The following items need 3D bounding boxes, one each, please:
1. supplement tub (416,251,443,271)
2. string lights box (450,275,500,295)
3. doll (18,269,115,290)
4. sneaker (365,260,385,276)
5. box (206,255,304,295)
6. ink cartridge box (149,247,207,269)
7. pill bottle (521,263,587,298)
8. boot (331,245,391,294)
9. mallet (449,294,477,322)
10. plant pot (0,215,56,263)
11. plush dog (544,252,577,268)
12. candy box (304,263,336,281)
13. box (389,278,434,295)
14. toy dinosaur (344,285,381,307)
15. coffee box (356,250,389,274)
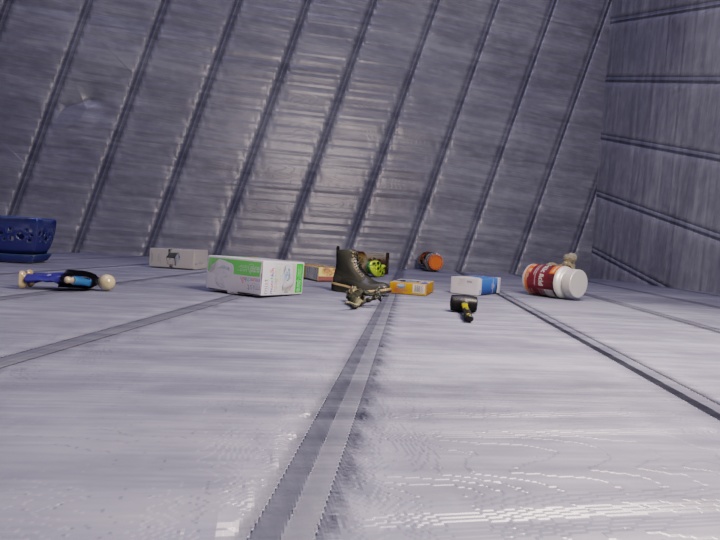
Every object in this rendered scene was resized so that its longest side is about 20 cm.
[{"bbox_3d":[0.444,-0.057,3.279,0.122,0.123,0.200,3,3,-14],"label":"supplement tub"},{"bbox_3d":[0.407,0.050,1.816,0.103,0.059,0.200,6,4,36],"label":"string lights box"},{"bbox_3d":[-0.701,0.021,1.252,0.200,0.049,0.136,2,4,-10],"label":"doll"},{"bbox_3d":[0.061,-0.006,2.423,0.083,0.074,0.200,7,-5,16],"label":"sneaker"},{"bbox_3d":[-0.287,0.014,1.414,0.200,0.097,0.176,6,2,31],"label":"box"},{"bbox_3d":[-0.781,-0.053,2.231,0.200,0.086,0.146,2,3,6],"label":"ink cartridge box"},{"bbox_3d":[0.682,0.038,1.820,0.114,0.114,0.200,1,3,-32],"label":"pill bottle"},{"bbox_3d":[0.000,0.000,1.563,0.200,0.139,0.077,5,4,26],"label":"boot"},{"bbox_3d":[0.229,0.087,1.173,0.066,0.041,0.200,5,7,14],"label":"mallet"},{"bbox_3d":[-1.349,-0.124,2.051,0.200,0.180,0.200,3,3,-11],"label":"plant pot"},{"bbox_3d":[1.057,0.018,2.729,0.172,0.161,0.200,-19,-11,-43],"label":"plush dog"},{"bbox_3d":[-0.161,0.007,2.036,0.115,0.055,0.200,1,3,-32],"label":"candy box"},{"bbox_3d":[0.174,0.052,1.710,0.119,0.042,0.200,4,5,15],"label":"box"},{"bbox_3d":[0.006,0.065,1.249,0.088,0.048,0.200,-11,4,-1],"label":"toy dinosaur"},{"bbox_3d":[0.042,-0.042,2.660,0.200,0.113,0.080,5,3,15],"label":"coffee box"}]
